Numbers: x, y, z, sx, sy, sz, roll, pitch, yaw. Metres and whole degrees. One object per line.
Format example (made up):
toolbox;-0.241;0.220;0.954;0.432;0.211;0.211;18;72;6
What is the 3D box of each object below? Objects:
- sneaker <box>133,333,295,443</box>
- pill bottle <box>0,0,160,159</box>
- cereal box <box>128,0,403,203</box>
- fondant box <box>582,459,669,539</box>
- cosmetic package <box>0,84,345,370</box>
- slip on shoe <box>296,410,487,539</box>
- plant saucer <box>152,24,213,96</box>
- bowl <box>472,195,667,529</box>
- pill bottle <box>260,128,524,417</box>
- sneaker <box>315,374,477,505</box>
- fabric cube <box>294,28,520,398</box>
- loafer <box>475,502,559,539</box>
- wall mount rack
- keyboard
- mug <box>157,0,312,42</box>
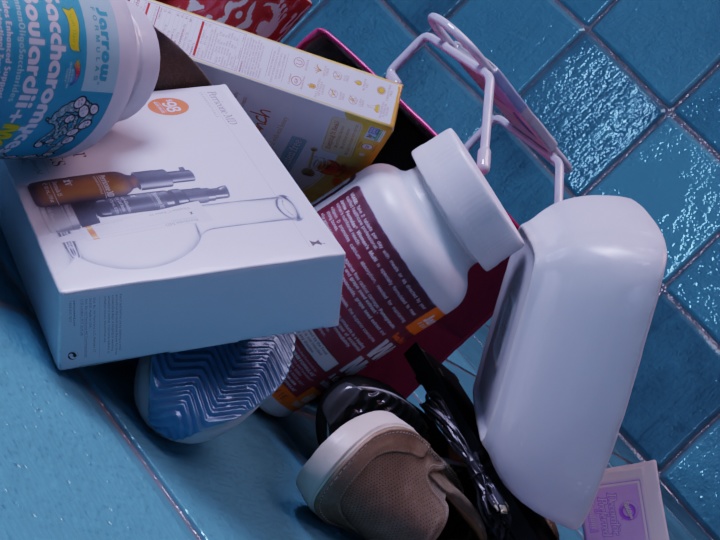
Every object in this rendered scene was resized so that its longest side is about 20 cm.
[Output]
sneaker;-0.085;0.040;0.896;0.076;0.081;0.200;38;29;-10
pill bottle;-0.188;-0.112;0.799;0.111;0.111;0.200;48;25;18
cereal box;-0.086;-0.108;1.043;0.199;0.040;0.144;17;-24;-9
fondant box;0.190;0.224;1.107;0.200;0.058;0.145;64;19;-71
cosmetic package;-0.114;-0.032;0.864;0.150;0.052;0.200;-7;35;-23
slip on shoe;0.026;0.143;0.974;0.061;0.076;0.200;42;-3;28
plant saucer;-0.184;-0.117;0.995;0.199;0.032;0.200;17;-24;8
bowl;0.127;0.049;1.039;0.074;0.201;0.200;14;13;-2
pill bottle;0.000;0.000;1.034;0.110;0.199;0.110;56;7;-11
sneaker;0.011;0.114;1.088;0.090;0.070;0.200;42;-1;39
fabric cube;-0.004;-0.028;1.224;0.196;0.200;0.199;47;6;23
loafer;0.119;0.190;1.150;0.069;0.076;0.200;4;25;-21
wall mount rack;0.105;-0.104;1.239;0.200;0.075;0.174;43;2;-40
keyboard;0.082;0.131;1.052;0.200;0.021;0.127;58;9;31
mug;-0.147;-0.175;1.218;0.134;0.200;0.177;47;7;8
